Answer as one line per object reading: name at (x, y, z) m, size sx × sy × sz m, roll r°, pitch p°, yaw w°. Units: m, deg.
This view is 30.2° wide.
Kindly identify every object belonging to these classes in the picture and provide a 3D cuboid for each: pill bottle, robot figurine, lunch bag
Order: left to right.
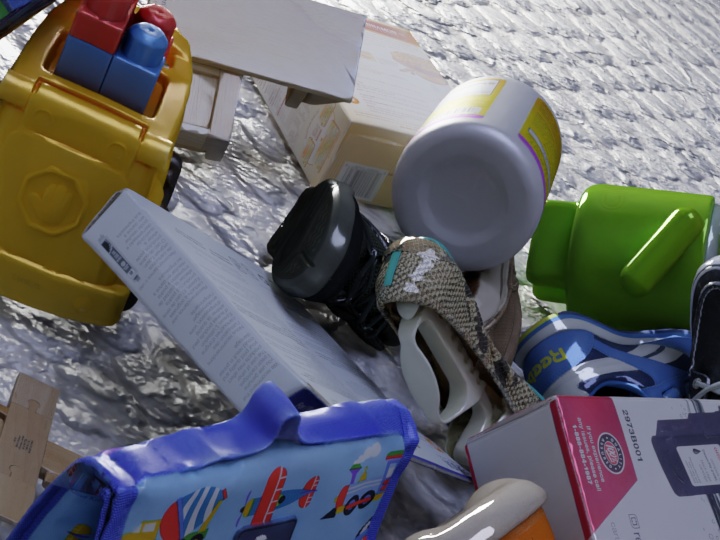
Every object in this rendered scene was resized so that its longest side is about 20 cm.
lunch bag at (-0.070, 0.119, 0.525) m, size 0.150 × 0.201 × 0.094 m, roll -3°, pitch 42°, yaw -44°
pill bottle at (0.091, -0.080, 0.962) m, size 0.104 × 0.105 × 0.200 m, roll 31°, pitch 25°, yaw 2°
robot figurine at (0.232, -0.004, 1.035) m, size 0.198 × 0.117 × 0.176 m, roll 8°, pitch -17°, yaw 17°

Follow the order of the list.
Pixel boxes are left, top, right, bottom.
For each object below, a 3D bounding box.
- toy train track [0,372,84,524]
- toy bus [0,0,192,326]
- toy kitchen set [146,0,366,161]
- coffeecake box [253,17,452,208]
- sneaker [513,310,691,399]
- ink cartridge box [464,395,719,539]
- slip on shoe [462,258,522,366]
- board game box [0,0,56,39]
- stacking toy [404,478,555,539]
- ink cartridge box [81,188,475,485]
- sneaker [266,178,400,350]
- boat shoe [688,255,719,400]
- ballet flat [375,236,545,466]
toy train track at (-0.134, 0.114, 0.655) m, size 0.199 × 0.033 × 0.115 m, roll 28°, pitch 21°, yaw -17°
toy bus at (-0.159, -0.099, 0.795) m, size 0.135 × 0.193 × 0.201 m, roll 22°, pitch 28°, yaw -11°
toy kitchen set at (-0.098, -0.165, 1.063) m, size 0.161 × 0.180 × 0.202 m, roll 13°, pitch 72°, yaw -12°
coffeecake box at (0.005, -0.141, 1.130) m, size 0.152 × 0.073 × 0.201 m, roll 9°, pitch 35°, yaw -33°
sneaker at (0.201, 0.088, 0.964) m, size 0.198 × 0.074 × 0.083 m, roll 7°, pitch 42°, yaw -28°
ink cartridge box at (0.172, 0.154, 0.769) m, size 0.198 × 0.084 × 0.146 m, roll 5°, pitch 63°, yaw -38°
slip on shoe at (0.086, 0.025, 0.949) m, size 0.061 × 0.076 × 0.200 m, roll 53°, pitch 15°, yaw -10°
board game box at (-0.245, -0.131, 0.765) m, size 0.035 × 0.199 × 0.136 m, roll 57°, pitch 25°, yaw -14°
stacking toy at (0.071, 0.214, 0.620) m, size 0.146 × 0.146 × 0.201 m, roll -18°, pitch 72°, yaw -54°
ink cartridge box at (-0.038, 0.055, 0.737) m, size 0.200 × 0.041 × 0.199 m, roll 44°, pitch 4°, yaw 26°
sneaker at (0.000, 0.000, 0.859) m, size 0.114 × 0.077 × 0.199 m, roll 34°, pitch -1°, yaw -6°
boat shoe at (0.257, 0.092, 0.919) m, size 0.071 × 0.202 × 0.067 m, roll -2°, pitch 9°, yaw 42°
ballet flat at (0.062, 0.072, 0.816) m, size 0.201 × 0.067 × 0.076 m, roll 57°, pitch 40°, yaw -29°
